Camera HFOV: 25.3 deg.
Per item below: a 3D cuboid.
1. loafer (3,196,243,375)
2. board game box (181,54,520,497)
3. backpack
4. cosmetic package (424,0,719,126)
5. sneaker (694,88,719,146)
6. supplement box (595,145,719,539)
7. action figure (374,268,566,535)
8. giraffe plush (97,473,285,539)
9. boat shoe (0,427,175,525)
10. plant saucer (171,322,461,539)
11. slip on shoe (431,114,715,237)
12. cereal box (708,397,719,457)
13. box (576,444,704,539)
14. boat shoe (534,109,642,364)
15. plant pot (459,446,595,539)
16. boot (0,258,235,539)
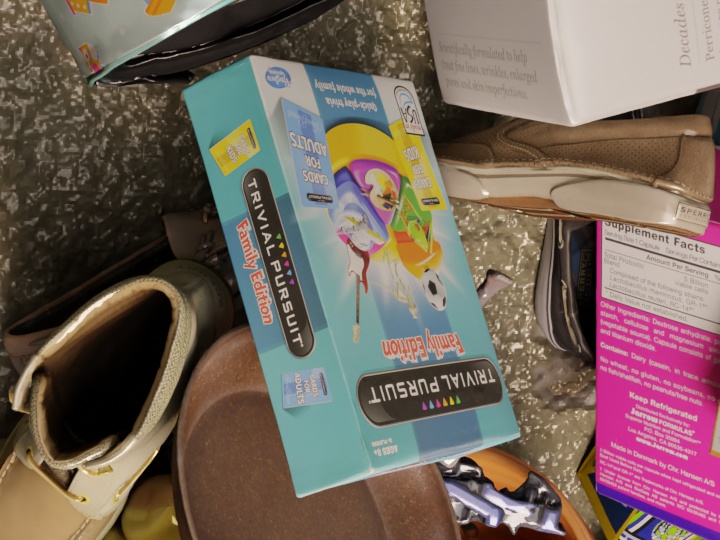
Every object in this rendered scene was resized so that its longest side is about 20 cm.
[{"bbox_3d":[-0.103,0.002,0.872,0.200,0.072,0.063,-39,113,-2],"label":"loafer"},{"bbox_3d":[0.000,0.000,0.799,0.151,0.047,0.201,-3,73,-58],"label":"board game box"},{"bbox_3d":[-0.068,-0.176,0.754,0.200,0.176,0.154,-36,103,-5],"label":"backpack"},{"bbox_3d":[0.145,-0.182,0.831,0.199,0.165,0.166,-16,104,-16],"label":"cosmetic package"},{"bbox_3d":[0.247,-0.035,0.968,0.079,0.131,0.201,3,109,-28],"label":"sneaker"},{"bbox_3d":[0.204,0.040,0.931,0.101,0.103,0.201,-26,124,-40],"label":"supplement box"},{"bbox_3d":[0.024,0.085,0.908,0.199,0.105,0.195,20,88,-5],"label":"action figure"},{"bbox_3d":[-0.067,0.224,0.848,0.162,0.172,0.201,38,54,-41],"label":"giraffe plush"},{"bbox_3d":[-0.127,0.119,0.908,0.199,0.063,0.074,-14,115,-18],"label":"boat shoe"},{"bbox_3d":[-0.025,0.123,0.780,0.037,0.201,0.200,-30,127,32],"label":"plant saucer"},{"bbox_3d":[0.101,-0.061,0.870,0.076,0.199,0.061,10,91,-45],"label":"slip on shoe"},{"bbox_3d":[0.259,0.002,0.868,0.143,0.039,0.201,-3,106,-44],"label":"cereal box"},{"bbox_3d":[0.249,0.151,1.074,0.199,0.070,0.065,11,125,-26],"label":"box"},{"bbox_3d":[0.143,-0.036,0.961,0.069,0.066,0.201,-4,112,-22],"label":"boat shoe"},{"bbox_3d":[0.063,0.215,0.959,0.200,0.200,0.140,-47,152,0],"label":"plant pot"},{"bbox_3d":[-0.138,0.082,0.773,0.072,0.155,0.200,36,93,0],"label":"boot"}]
